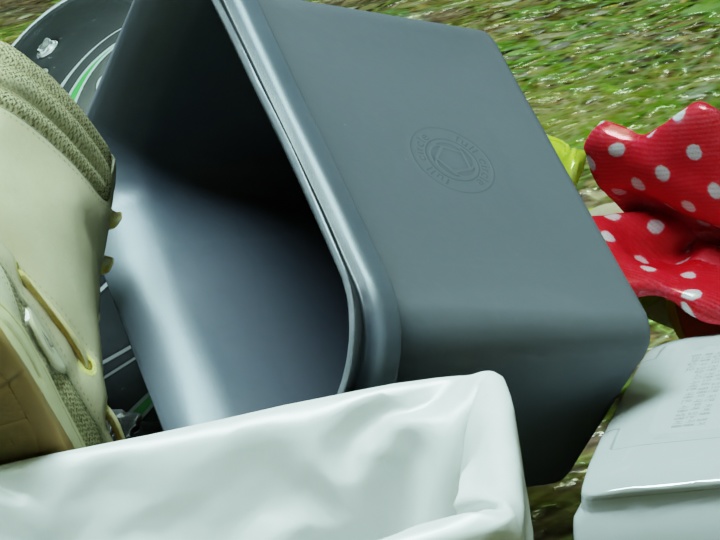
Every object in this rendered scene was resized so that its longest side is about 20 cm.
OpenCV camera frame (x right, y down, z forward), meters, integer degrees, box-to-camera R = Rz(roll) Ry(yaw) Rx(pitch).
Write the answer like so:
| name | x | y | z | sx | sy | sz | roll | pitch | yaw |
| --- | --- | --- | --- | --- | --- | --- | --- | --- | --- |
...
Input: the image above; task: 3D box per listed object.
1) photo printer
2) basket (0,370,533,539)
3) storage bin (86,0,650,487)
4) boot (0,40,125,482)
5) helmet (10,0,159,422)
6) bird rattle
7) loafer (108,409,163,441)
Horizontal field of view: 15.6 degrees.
| name | x | y | z | sx | sy | sz | roll | pitch | yaw |
| --- | --- | --- | --- | --- | --- | --- | --- | --- | --- |
| photo printer | 0.182 | 0.063 | 0.864 | 0.199 | 0.070 | 0.166 | -8 | 15 | 18 |
| basket | -0.041 | 0.121 | 0.744 | 0.199 | 0.124 | 0.136 | -13 | 16 | 4 |
| storage bin | 0.000 | 0.000 | 0.911 | 0.134 | 0.146 | 0.200 | 2 | 45 | -30 |
| boot | -0.107 | 0.038 | 0.883 | 0.072 | 0.200 | 0.156 | -13 | 39 | 11 |
| helmet | -0.091 | 0.002 | 1.089 | 0.191 | 0.200 | 0.200 | -59 | 25 | -5 |
| bird rattle | 0.134 | -0.006 | 1.027 | 0.162 | 0.113 | 0.200 | 18 | -18 | -19 |
| loafer | -0.133 | 0.085 | 0.983 | 0.200 | 0.063 | 0.072 | -18 | 29 | 45 |
